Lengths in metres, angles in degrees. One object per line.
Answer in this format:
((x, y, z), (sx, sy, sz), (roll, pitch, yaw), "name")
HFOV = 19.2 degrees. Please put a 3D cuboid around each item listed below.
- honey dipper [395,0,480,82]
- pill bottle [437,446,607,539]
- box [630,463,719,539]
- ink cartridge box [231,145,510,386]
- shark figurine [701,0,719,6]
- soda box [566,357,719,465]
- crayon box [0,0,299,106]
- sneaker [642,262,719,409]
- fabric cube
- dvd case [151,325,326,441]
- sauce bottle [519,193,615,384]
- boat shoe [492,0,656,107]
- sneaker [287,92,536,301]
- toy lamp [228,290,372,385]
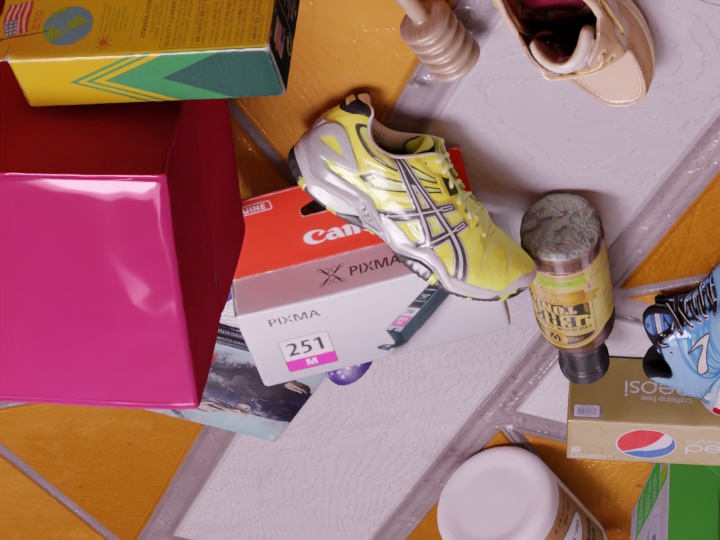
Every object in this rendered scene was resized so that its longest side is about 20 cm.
((0.013, -0.194, 1.347), (0.038, 0.038, 0.200), (-14, 138, 29), "honey dipper")
((0.162, 0.252, 1.937), (0.114, 0.115, 0.200), (-12, 143, 27), "pill bottle")
((0.296, 0.268, 1.861), (0.096, 0.200, 0.177), (8, 148, -2), "box")
((0.000, 0.000, 1.588), (0.200, 0.044, 0.174), (-14, 141, 5), "ink cartridge box")
((0.203, -0.198, 1.271), (0.214, 0.090, 0.128), (16, 113, -29), "shark figurine")
((0.271, 0.118, 1.757), (0.200, 0.064, 0.068), (3, 147, 6), "soda box")
((-0.139, -0.168, 1.325), (0.200, 0.127, 0.051), (-1, 147, 13), "crayon box")
((0.262, 0.045, 1.635), (0.090, 0.079, 0.200), (10, 147, 0), "sneaker")
((-0.194, -0.049, 1.418), (0.196, 0.200, 0.200), (2, 131, 8), "fabric cube")
((-0.142, 0.087, 1.818), (0.200, 0.022, 0.146), (17, 146, -15), "dvd case")
((0.163, 0.021, 1.624), (0.065, 0.065, 0.200), (-2, 146, 13), "sauce bottle")
((0.128, -0.155, 1.350), (0.074, 0.069, 0.200), (-15, 142, 29), "boat shoe")
((0.048, -0.048, 1.501), (0.200, 0.075, 0.076), (31, 115, -18), "sneaker")
((-0.070, 0.027, 1.680), (0.058, 0.058, 0.200), (-19, 138, 34), "toy lamp")
